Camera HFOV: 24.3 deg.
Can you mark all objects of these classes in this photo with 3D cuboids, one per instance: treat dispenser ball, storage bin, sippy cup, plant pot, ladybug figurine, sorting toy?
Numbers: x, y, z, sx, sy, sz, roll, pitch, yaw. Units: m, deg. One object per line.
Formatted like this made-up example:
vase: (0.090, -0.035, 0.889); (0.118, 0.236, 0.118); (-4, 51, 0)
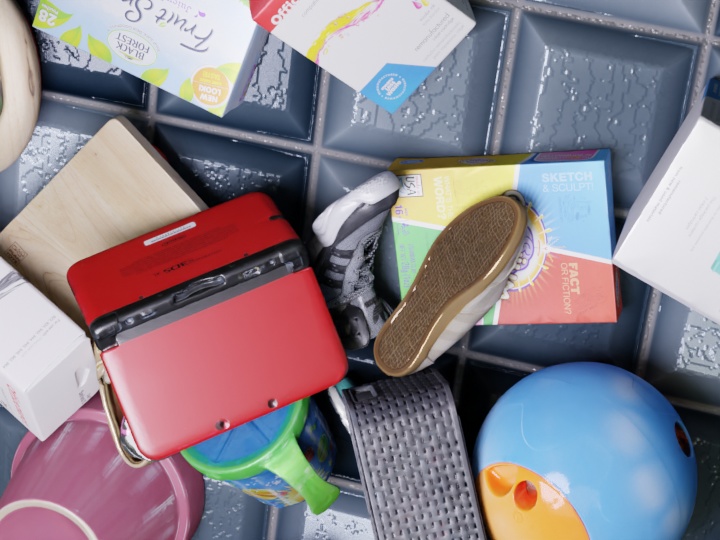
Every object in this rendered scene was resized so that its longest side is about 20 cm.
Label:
treat dispenser ball: (0.197, 0.182, 1.483); (0.199, 0.201, 0.202); (5, 110, 14)
storage bin: (0.051, 0.199, 1.496); (0.093, 0.135, 0.201); (-12, 96, -3)
sippy cup: (-0.089, 0.157, 1.584); (0.139, 0.179, 0.130); (-16, 143, 18)
plant pot: (-0.275, 0.243, 1.653); (0.199, 0.179, 0.201); (5, 109, 14)
ladybug figurine: (-0.360, -0.187, 1.582); (0.135, 0.072, 0.201); (5, 110, 14)
sorting toy: (-0.217, -0.018, 1.603); (0.199, 0.070, 0.200); (-41, 94, 24)

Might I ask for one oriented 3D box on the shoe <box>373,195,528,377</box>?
shoe: (0.086, 0.014, 1.497); (0.200, 0.053, 0.070); (-51, 57, 21)

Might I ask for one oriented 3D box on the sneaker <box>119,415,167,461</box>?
sneaker: (-0.153, 0.094, 1.526); (0.080, 0.200, 0.086); (51, 155, -5)

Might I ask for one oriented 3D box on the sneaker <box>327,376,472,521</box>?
sneaker: (0.055, 0.161, 1.597); (0.200, 0.078, 0.080); (37, 100, -7)

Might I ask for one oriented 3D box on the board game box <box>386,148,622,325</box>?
board game box: (0.131, -0.028, 1.514); (0.199, 0.040, 0.154); (-2, 108, 17)

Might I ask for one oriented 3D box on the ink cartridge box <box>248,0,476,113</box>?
ink cartridge box: (-0.015, -0.237, 1.422); (0.199, 0.067, 0.116); (30, 118, -27)

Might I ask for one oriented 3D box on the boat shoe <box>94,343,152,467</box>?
boat shoe: (-0.213, 0.090, 1.563); (0.073, 0.069, 0.201); (-6, 107, 18)

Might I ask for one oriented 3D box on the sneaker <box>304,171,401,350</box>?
sneaker: (0.000, 0.000, 1.523); (0.114, 0.075, 0.200); (49, 132, 6)

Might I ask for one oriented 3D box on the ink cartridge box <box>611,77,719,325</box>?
ink cartridge box: (0.337, -0.037, 1.393); (0.199, 0.147, 0.147); (30, 114, 3)

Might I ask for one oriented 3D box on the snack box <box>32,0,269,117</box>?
snack box: (-0.174, -0.258, 1.506); (0.199, 0.068, 0.169); (27, 113, 7)

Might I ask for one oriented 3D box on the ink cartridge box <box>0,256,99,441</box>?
ink cartridge box: (-0.351, 0.052, 1.599); (0.200, 0.084, 0.146); (40, 160, 14)

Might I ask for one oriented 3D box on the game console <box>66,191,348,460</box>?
game console: (-0.137, 0.044, 1.481); (0.199, 0.172, 0.119); (-22, 125, -12)
